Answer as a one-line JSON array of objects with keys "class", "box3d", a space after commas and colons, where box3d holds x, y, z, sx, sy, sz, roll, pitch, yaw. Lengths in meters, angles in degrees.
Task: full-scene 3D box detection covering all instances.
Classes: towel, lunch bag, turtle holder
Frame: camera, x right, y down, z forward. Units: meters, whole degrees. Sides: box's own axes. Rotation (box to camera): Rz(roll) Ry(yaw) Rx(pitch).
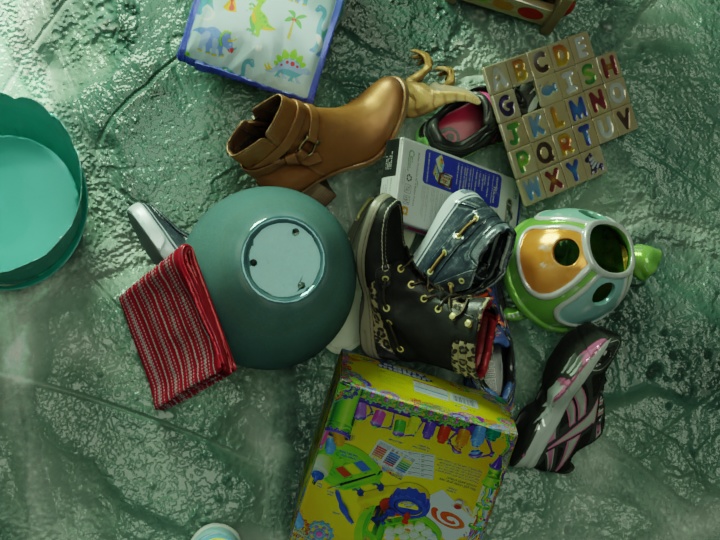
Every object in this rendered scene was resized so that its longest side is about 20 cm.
[{"class": "towel", "box3d": [-0.204, 0.066, 1.513, 0.022, 0.200, 0.146, -16, 82, -34]}, {"class": "lunch bag", "box3d": [-0.106, -0.304, 1.617, 0.168, 0.128, 0.202, 17, 70, -4]}, {"class": "turtle holder", "box3d": [0.256, 0.003, 1.598, 0.184, 0.131, 0.142, 30, 57, -24]}]

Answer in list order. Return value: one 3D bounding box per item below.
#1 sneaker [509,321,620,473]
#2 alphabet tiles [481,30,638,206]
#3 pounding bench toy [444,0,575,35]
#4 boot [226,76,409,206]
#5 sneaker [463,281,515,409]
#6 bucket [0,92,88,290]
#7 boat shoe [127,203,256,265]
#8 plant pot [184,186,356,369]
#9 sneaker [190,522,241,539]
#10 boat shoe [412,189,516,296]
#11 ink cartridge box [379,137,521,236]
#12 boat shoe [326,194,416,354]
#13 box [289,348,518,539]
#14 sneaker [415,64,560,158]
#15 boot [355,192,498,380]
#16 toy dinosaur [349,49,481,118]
[{"class": "sneaker", "box3d": [0.247, 0.149, 1.593, 0.085, 0.081, 0.201, 20, 120, -16]}, {"class": "alphabet tiles", "box3d": [0.245, -0.187, 1.660, 0.198, 0.008, 0.169, -23, 98, -28]}, {"class": "pounding bench toy", "box3d": [0.203, -0.381, 1.630, 0.154, 0.200, 0.126, 17, 79, -3]}, {"class": "boot", "box3d": [-0.048, -0.167, 1.573, 0.200, 0.155, 0.077, -43, 48, 11]}, {"class": "sneaker", "box3d": [0.147, 0.070, 1.613, 0.074, 0.078, 0.203, -13, 83, -10]}, {"class": "bucket", "box3d": [-0.399, -0.081, 1.540, 0.204, 0.135, 0.210, 1, 81, -6]}, {"class": "boat shoe", "box3d": [-0.174, -0.013, 1.588, 0.091, 0.071, 0.201, -40, 92, -17]}, {"class": "plant pot", "box3d": [-0.090, -0.001, 1.489, 0.197, 0.135, 0.203, 2, 81, -12]}, {"class": "sneaker", "box3d": [-0.191, 0.364, 1.497, 0.079, 0.131, 0.202, 27, 79, -3]}, {"class": "boat shoe", "box3d": [0.098, 0.014, 1.570, 0.070, 0.091, 0.202, 12, 113, -41]}, {"class": "ink cartridge box", "box3d": [0.107, -0.082, 1.627, 0.198, 0.037, 0.096, 15, 77, -36]}, {"class": "boat shoe", "box3d": [0.002, 0.001, 1.615, 0.072, 0.060, 0.204, 33, 77, -32]}, {"class": "box", "box3d": [0.044, 0.217, 1.522, 0.198, 0.122, 0.195, 18, 102, -4]}, {"class": "sneaker", "box3d": [0.159, -0.187, 1.652, 0.199, 0.084, 0.077, -32, 87, -11]}, {"class": "boot", "box3d": [0.072, 0.023, 1.510, 0.149, 0.073, 0.203, 16, 119, 26]}, {"class": "toy dinosaur", "box3d": [0.082, -0.205, 1.634, 0.060, 0.198, 0.107, 46, 51, -39]}]
